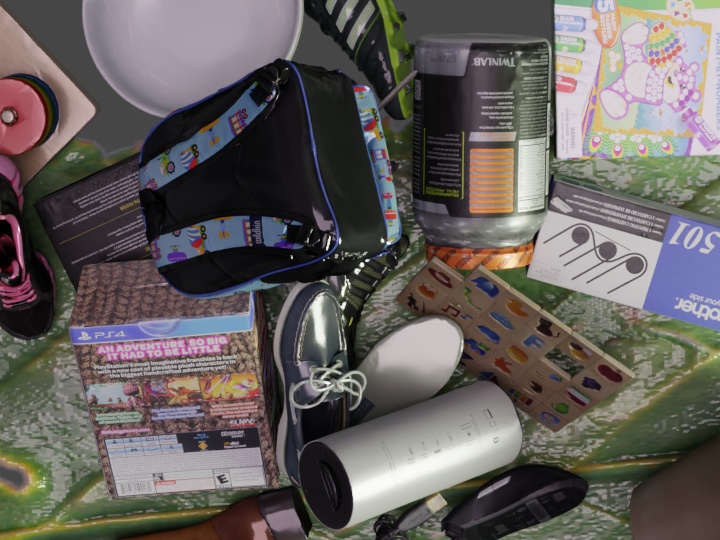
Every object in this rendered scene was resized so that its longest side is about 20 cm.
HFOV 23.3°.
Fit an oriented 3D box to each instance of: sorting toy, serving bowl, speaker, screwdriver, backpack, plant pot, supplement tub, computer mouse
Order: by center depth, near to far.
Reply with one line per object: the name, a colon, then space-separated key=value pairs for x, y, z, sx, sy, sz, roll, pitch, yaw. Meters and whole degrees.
backpack: x=-0.086 y=-0.067 z=1.478 sx=0.199 sy=0.134 sz=0.183 roll=-20 pitch=80 yaw=33
speaker: x=0.045 y=0.161 z=1.533 sx=0.199 sy=0.081 sz=0.082 roll=-17 pitch=102 yaw=-36
supplement tub: x=0.106 y=-0.107 z=1.539 sx=0.122 sy=0.123 sz=0.201 roll=2 pitch=101 yaw=4
serving bowl: x=-0.143 y=-0.229 z=1.557 sx=0.199 sy=0.066 sz=0.201 roll=0 pitch=87 yaw=9
screwdriver: x=-0.017 y=-0.118 z=1.559 sx=0.029 sy=0.028 sz=0.200 roll=26 pitch=129 yaw=-22
plant pot: x=0.343 y=0.225 z=1.563 sx=0.173 sy=0.200 sz=0.201 roll=-21 pitch=99 yaw=26
sorting toy: x=-0.380 y=-0.151 z=1.598 sx=0.199 sy=0.070 sz=0.200 roll=-43 pitch=94 yaw=11
computer mouse: x=0.103 y=0.213 z=1.606 sx=0.199 sy=0.140 sz=0.046 roll=-27 pitch=58 yaw=13

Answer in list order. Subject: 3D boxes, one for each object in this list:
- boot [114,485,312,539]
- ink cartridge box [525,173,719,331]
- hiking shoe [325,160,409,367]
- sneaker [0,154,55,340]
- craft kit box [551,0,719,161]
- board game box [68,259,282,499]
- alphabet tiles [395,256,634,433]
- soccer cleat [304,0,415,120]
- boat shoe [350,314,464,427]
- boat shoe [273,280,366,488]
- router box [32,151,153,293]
boot: x=-0.126 y=0.320 z=1.666 sx=0.199 sy=0.068 sz=0.189 roll=-20 pitch=99 yaw=9
ink cartridge box: x=0.258 y=-0.015 z=1.583 sx=0.199 sy=0.044 sz=0.094 roll=15 pitch=103 yaw=2
hiking shoe: x=0.000 y=0.000 z=1.589 sx=0.100 sy=0.076 sz=0.201 roll=-8 pitch=117 yaw=-15
sneaker: x=-0.322 y=-0.004 z=1.579 sx=0.079 sy=0.096 sz=0.201 roll=-19 pitch=130 yaw=-8
craft kit box: x=0.268 y=-0.200 z=1.550 sx=0.196 sy=0.049 sz=0.201 roll=-3 pitch=100 yaw=3
board game box: x=-0.161 y=0.096 z=1.574 sx=0.159 sy=0.097 sz=0.201 roll=-4 pitch=124 yaw=3
alphabet tiles: x=0.129 y=0.064 z=1.563 sx=0.200 sy=0.167 sz=0.008 roll=35 pitch=62 yaw=-3
soccer cleat: x=-0.006 y=-0.225 z=1.561 sx=0.081 sy=0.068 sz=0.201 roll=-18 pitch=93 yaw=19
boat shoe: x=0.019 y=0.108 z=1.612 sx=0.070 sy=0.072 sz=0.201 roll=43 pitch=108 yaw=-4
boat shoe: x=-0.037 y=0.106 z=1.534 sx=0.075 sy=0.062 sz=0.201 roll=-7 pitch=113 yaw=-35
router box: x=-0.180 y=-0.038 z=1.603 sx=0.199 sy=0.051 sz=0.150 roll=-23 pitch=99 yaw=14
